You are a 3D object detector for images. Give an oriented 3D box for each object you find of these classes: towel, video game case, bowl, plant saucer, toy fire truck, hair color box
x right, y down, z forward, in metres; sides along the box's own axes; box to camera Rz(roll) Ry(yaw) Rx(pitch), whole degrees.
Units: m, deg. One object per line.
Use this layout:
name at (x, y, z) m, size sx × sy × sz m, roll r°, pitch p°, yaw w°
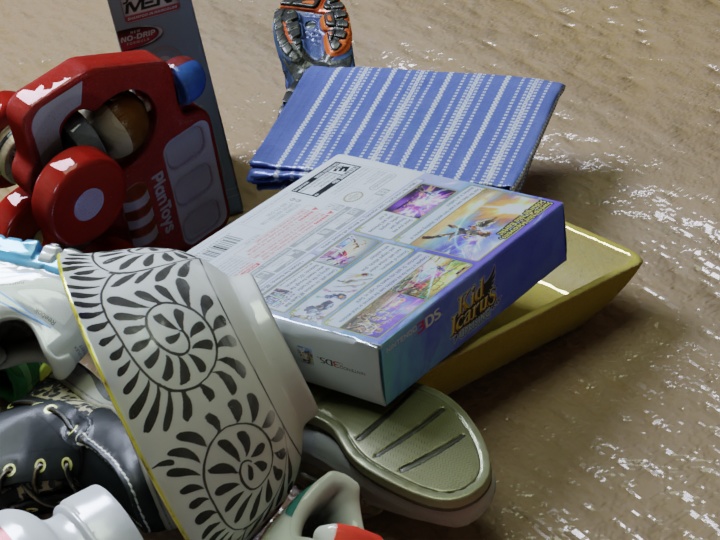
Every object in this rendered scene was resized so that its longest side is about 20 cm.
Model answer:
towel at (0.032, -0.096, 1.480) m, size 0.199 × 0.024 × 0.145 m, roll 6°, pitch 39°, yaw 18°
video game case at (0.000, 0.000, 1.297) m, size 0.180 × 0.046 × 0.200 m, roll 14°, pitch 34°, yaw 36°
bowl at (-0.082, 0.061, 1.168) m, size 0.094 × 0.201 × 0.201 m, roll -26°, pitch 32°, yaw -2°
plant saucer at (0.047, 0.017, 1.356) m, size 0.199 × 0.049 × 0.200 m, roll -24°, pitch 32°, yaw -31°
toy fire truck at (-0.171, -0.069, 1.449) m, size 0.168 × 0.201 × 0.112 m, roll -37°, pitch 50°, yaw -26°
hair color box at (-0.141, -0.144, 1.549) m, size 0.060 × 0.201 × 0.099 m, roll -16°, pitch 32°, yaw -4°

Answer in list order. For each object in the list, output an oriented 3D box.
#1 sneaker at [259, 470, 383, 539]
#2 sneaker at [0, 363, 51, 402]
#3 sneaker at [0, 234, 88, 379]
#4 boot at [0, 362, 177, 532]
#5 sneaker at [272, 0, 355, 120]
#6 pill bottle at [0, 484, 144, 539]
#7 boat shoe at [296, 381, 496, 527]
sneaker at (-0.025, 0.180, 1.082) m, size 0.070 × 0.094 × 0.200 m, roll 24°, pitch 26°, yaw -14°
sneaker at (-0.302, 0.045, 1.409) m, size 0.198 × 0.074 × 0.084 m, roll 7°, pitch 37°, yaw 8°
sneaker at (-0.249, 0.018, 1.339) m, size 0.199 × 0.075 × 0.087 m, roll 14°, pitch 57°, yaw 27°
boot at (-0.200, 0.133, 1.257) m, size 0.153 × 0.074 × 0.203 m, roll -26°, pitch 25°, yaw -17°
sneaker at (-0.024, -0.120, 1.595) m, size 0.075 × 0.079 × 0.201 m, roll -7°, pitch 49°, yaw 6°
pill bottle at (-0.207, 0.198, 1.120) m, size 0.199 × 0.113 × 0.112 m, roll -29°, pitch 35°, yaw -23°
boat shoe at (0.007, 0.105, 1.228) m, size 0.075 × 0.069 × 0.200 m, roll -29°, pitch 37°, yaw -28°
